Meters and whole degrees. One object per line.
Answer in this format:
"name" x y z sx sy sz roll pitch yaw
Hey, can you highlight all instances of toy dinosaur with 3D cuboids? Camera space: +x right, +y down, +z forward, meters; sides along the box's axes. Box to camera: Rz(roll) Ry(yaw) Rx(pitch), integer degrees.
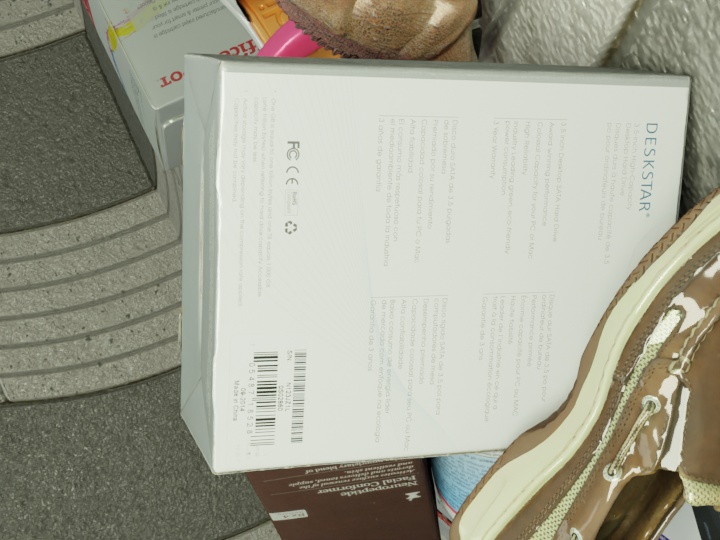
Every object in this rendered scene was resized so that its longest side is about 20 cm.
"toy dinosaur" 0.002 -0.129 0.581 0.199 0.136 0.086 36 -168 -11

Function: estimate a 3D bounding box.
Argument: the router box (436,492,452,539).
"router box" 0.081 0.150 0.980 0.181 0.048 0.200 69 167 -13

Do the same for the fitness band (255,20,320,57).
"fitness band" -0.011 -0.087 0.752 0.037 0.143 0.201 30 -155 -48

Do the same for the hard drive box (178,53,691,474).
"hard drive box" 0.028 -0.008 0.502 0.077 0.197 0.158 -147 58 -68

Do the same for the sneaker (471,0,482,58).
"sneaker" 0.011 -0.182 0.672 0.116 0.075 0.203 -137 35 -71

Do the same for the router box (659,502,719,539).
"router box" 0.182 0.117 0.538 0.181 0.048 0.200 70 167 -17

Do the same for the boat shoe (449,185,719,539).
"boat shoe" 0.119 0.060 0.452 0.203 0.074 0.075 -58 47 20

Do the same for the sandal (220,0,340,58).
"sandal" -0.060 -0.212 0.891 0.208 0.079 0.059 55 165 8

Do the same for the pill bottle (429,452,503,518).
"pill bottle" 0.092 0.094 0.730 0.109 0.108 0.201 53 161 45

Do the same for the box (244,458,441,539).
"box" -0.009 0.114 0.720 0.201 0.099 0.076 74 -173 -59

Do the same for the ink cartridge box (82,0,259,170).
"ink cartridge box" -0.159 -0.224 1.095 0.202 0.144 0.145 63 167 14
